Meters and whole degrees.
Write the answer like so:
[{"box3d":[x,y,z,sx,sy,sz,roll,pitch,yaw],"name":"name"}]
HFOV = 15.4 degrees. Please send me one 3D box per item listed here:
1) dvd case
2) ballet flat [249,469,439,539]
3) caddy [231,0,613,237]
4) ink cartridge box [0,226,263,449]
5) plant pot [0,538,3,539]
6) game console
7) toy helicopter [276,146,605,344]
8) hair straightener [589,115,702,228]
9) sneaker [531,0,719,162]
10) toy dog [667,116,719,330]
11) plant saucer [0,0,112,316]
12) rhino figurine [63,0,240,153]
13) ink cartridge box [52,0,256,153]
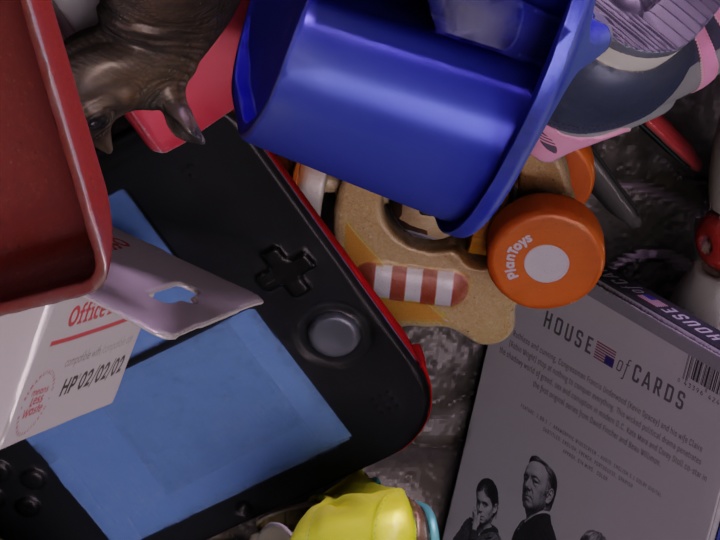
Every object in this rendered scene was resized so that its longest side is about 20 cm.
[{"box3d":[0.099,0.103,1.136,0.025,0.150,0.200,-5,116,-40],"name":"dvd case"},{"box3d":[-0.012,0.115,1.093,0.067,0.200,0.067,-4,84,-6],"name":"ballet flat"},{"box3d":[0.029,-0.091,0.842,0.105,0.200,0.141,18,104,-9],"name":"caddy"},{"box3d":[-0.149,0.005,0.972,0.200,0.115,0.068,24,102,12],"name":"ink cartridge box"},{"box3d":[-0.185,0.171,1.063,0.200,0.200,0.142,37,72,-28],"name":"plant pot"},{"box3d":[-0.090,0.035,1.069,0.200,0.031,0.177,-26,122,19],"name":"game console"},{"box3d":[0.000,0.000,1.093,0.132,0.079,0.200,30,120,-19],"name":"toy helicopter"},{"box3d":[0.054,-0.081,1.099,0.077,0.041,0.200,-46,120,4],"name":"hair straightener"},{"box3d":[0.124,-0.103,1.072,0.200,0.070,0.082,-26,156,-47],"name":"sneaker"},{"box3d":[0.176,0.016,1.141,0.096,0.132,0.200,-6,145,-30],"name":"toy dog"},{"box3d":[-0.168,-0.075,0.861,0.037,0.200,0.200,-20,95,-52],"name":"plant saucer"},{"box3d":[-0.073,-0.112,0.866,0.087,0.060,0.200,-2,117,-28],"name":"rhino figurine"},{"box3d":[-0.084,-0.177,0.951,0.145,0.145,0.200,-35,120,-2],"name":"ink cartridge box"}]
